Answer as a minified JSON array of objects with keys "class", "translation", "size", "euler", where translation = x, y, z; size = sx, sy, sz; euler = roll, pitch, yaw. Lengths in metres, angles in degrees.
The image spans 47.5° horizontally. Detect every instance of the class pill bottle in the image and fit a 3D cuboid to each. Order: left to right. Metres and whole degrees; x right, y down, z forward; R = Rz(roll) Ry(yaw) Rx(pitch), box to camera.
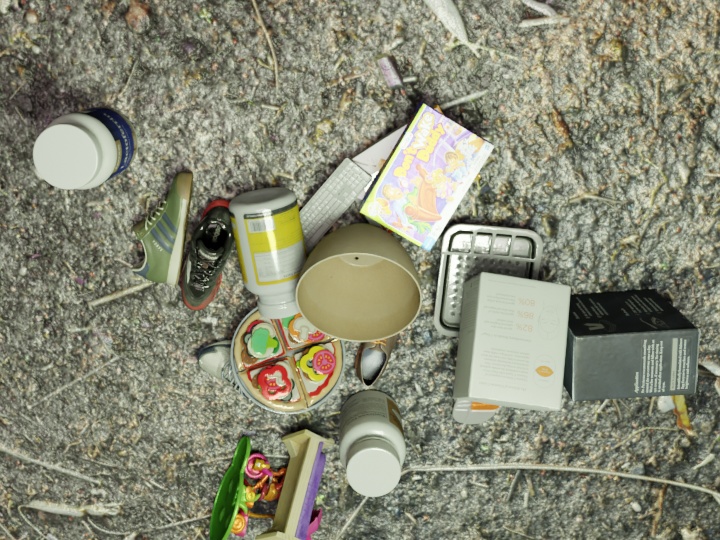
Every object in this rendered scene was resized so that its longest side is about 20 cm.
[{"class":"pill bottle","translation":[-0.424,-0.188,1.265],"size":[0.115,0.200,0.116],"euler":[0,106,-1]},{"class":"pill bottle","translation":[-0.146,-0.028,1.348],"size":[0.112,0.112,0.201],"euler":[-8,110,2]},{"class":"pill bottle","translation":[0.020,0.296,1.402],"size":[0.114,0.200,0.115],"euler":[0,106,-1]}]

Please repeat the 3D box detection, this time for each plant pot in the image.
[{"class":"plant pot","translation":[0.000,0.000,1.332],"size":[0.199,0.135,0.201],"euler":[2,135,2]}]

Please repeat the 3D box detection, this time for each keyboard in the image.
[{"class":"keyboard","translation":[-0.063,-0.100,1.368],"size":[0.056,0.011,0.200],"euler":[40,115,-7]}]

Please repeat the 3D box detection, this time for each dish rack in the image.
[{"class":"dish rack","translation":[0.216,0.018,1.410],"size":[0.171,0.044,0.201],"euler":[5,105,-3]}]

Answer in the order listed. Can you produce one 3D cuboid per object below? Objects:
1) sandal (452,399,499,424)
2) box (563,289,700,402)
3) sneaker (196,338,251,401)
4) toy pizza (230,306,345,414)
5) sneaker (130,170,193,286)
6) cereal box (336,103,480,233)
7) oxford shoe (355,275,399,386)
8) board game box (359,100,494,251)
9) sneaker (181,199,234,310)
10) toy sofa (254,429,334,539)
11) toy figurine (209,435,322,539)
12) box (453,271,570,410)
[{"class":"sandal","translation":[0.218,0.178,1.443],"size":[0.079,0.059,0.207],"euler":[12,113,-9]},{"class":"box","translation":[0.426,0.120,1.361],"size":[0.199,0.197,0.118],"euler":[-3,107,1]},{"class":"sneaker","translation":[-0.190,0.183,1.425],"size":[0.199,0.085,0.077],"euler":[18,112,-5]},{"class":"toy pizza","translation":[-0.121,0.143,1.396],"size":[0.199,0.032,0.201],"euler":[3,74,-12]},{"class":"sneaker","translation":[-0.336,-0.072,1.365],"size":[0.090,0.067,0.201],"euler":[9,108,-9]},{"class":"cereal box","translation":[0.079,-0.163,1.360],"size":[0.200,0.040,0.144],"euler":[-32,103,8]},{"class":"oxford shoe","translation":[0.039,0.107,1.416],"size":[0.071,0.073,0.201],"euler":[11,105,-3]},{"class":"board game box","translation":[0.104,-0.151,1.319],"size":[0.134,0.045,0.200],"euler":[28,104,-9]},{"class":"sneaker","translation":[-0.258,-0.018,1.367],"size":[0.071,0.098,0.201],"euler":[20,105,-8]},{"class":"toy sofa","translation":[-0.101,0.388,1.426],"size":[0.097,0.201,0.083],"euler":[30,145,-23]},{"class":"toy figurine","translation":[-0.156,0.422,1.493],"size":[0.184,0.150,0.201],"euler":[19,80,-19]},{"class":"box","translation":[0.242,0.118,1.322],"size":[0.152,0.106,0.201],"euler":[9,80,-6]}]
